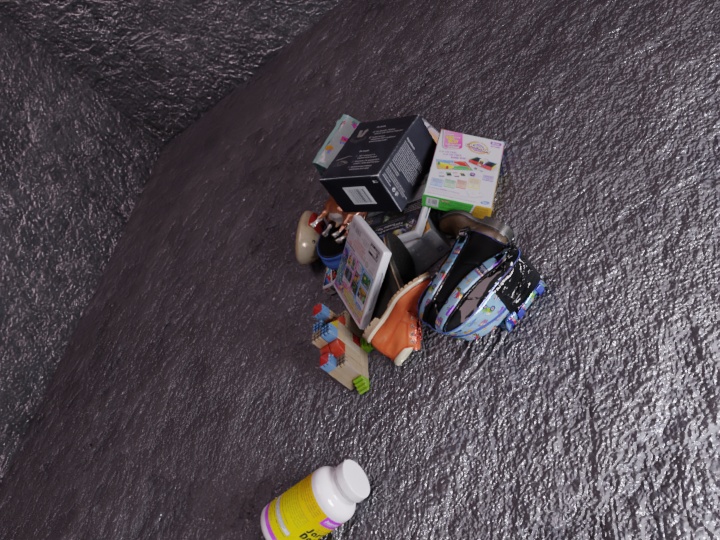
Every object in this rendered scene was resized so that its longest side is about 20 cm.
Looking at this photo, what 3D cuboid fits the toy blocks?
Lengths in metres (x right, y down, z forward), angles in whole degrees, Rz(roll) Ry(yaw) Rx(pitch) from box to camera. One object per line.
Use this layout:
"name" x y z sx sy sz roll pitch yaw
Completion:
"toy blocks" -0.046 0.153 1.466 0.099 0.137 0.201 -33 35 25

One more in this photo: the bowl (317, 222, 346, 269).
"bowl" -0.030 -0.095 1.743 0.200 0.039 0.202 -31 36 26

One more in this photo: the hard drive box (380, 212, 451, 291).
"hard drive box" 0.091 -0.047 1.566 0.200 0.077 0.156 -41 31 15

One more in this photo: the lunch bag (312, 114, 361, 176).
"lunch bag" -0.017 -0.294 1.844 0.171 0.199 0.122 -57 22 -10

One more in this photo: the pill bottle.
"pill bottle" -0.080 0.426 1.246 0.199 0.104 0.105 -39 32 19

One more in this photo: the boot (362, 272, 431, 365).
"boot" 0.097 0.096 1.355 0.107 0.075 0.201 45 121 18

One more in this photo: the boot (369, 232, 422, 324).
"boot" 0.052 0.037 1.462 0.138 0.077 0.202 -32 64 35

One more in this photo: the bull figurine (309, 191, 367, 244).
"bull figurine" -0.056 -0.138 1.723 0.122 0.065 0.200 -54 31 -7

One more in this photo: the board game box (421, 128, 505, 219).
"board game box" 0.228 -0.214 1.513 0.151 0.041 0.202 13 57 8

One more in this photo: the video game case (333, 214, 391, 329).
"video game case" 0.000 0.000 1.507 0.200 0.023 0.184 -126 48 -57

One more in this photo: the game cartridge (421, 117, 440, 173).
"game cartridge" 0.166 -0.268 1.670 0.133 0.042 0.200 -44 57 3

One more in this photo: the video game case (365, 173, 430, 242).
"video game case" 0.083 -0.128 1.569 0.199 0.023 0.183 -16 43 43

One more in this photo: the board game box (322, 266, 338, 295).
"board game box" -0.027 -0.043 1.755 0.125 0.035 0.202 -26 38 34

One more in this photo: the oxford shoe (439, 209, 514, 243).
"oxford shoe" 0.220 -0.073 1.429 0.085 0.073 0.199 -56 31 -7

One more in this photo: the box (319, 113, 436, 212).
"box" 0.046 -0.244 1.590 0.195 0.118 0.201 5 54 46

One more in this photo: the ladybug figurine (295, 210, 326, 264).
"ladybug figurine" -0.132 -0.090 1.870 0.071 0.137 0.201 4 27 1

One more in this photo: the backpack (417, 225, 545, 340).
"backpack" 0.209 0.044 1.252 0.201 0.134 0.182 -51 31 -4
